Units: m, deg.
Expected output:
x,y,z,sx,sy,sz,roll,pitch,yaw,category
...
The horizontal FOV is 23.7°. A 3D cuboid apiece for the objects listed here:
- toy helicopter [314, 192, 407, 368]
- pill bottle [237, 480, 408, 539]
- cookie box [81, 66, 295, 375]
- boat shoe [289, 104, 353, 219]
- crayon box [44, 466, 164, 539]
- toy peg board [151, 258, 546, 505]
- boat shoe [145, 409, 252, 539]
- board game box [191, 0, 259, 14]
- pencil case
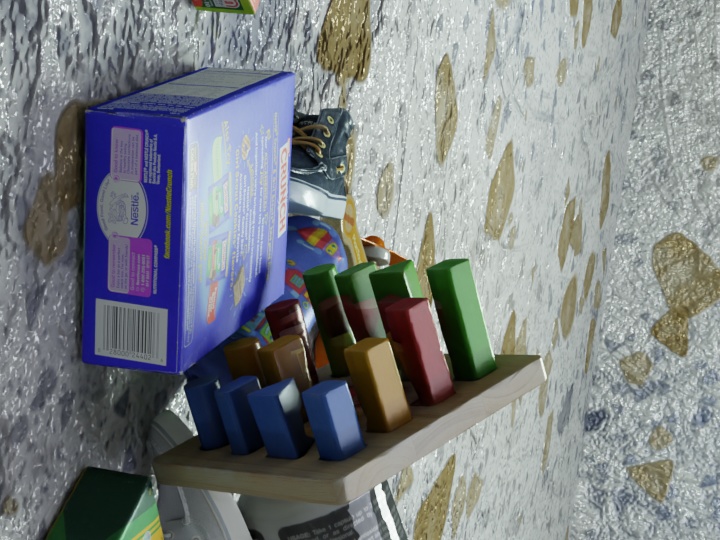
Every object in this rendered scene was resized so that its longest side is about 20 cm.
x,y,z,sx,sy,sz,roll,pitch,yaw,category
0.000,0.000,1.574,0.200,0.079,0.132,75,26,-45,toy helicopter
-0.024,0.199,1.272,0.113,0.113,0.200,-46,119,-64,pill bottle
-0.113,-0.040,1.159,0.200,0.075,0.172,-38,134,-67,cookie box
-0.051,-0.091,1.375,0.200,0.071,0.091,1,95,-81,boat shoe
-0.182,0.242,1.093,0.200,0.051,0.126,-65,156,-46,crayon box
-0.020,0.065,1.149,0.199,0.200,0.098,-26,105,-39,toy peg board
-0.121,0.199,1.243,0.068,0.072,0.200,-27,115,-19,boat shoe
-0.103,-0.270,1.139,0.200,0.047,0.102,67,35,-61,board game box
-0.073,0.033,1.331,0.078,0.087,0.200,47,32,-10,pencil case
